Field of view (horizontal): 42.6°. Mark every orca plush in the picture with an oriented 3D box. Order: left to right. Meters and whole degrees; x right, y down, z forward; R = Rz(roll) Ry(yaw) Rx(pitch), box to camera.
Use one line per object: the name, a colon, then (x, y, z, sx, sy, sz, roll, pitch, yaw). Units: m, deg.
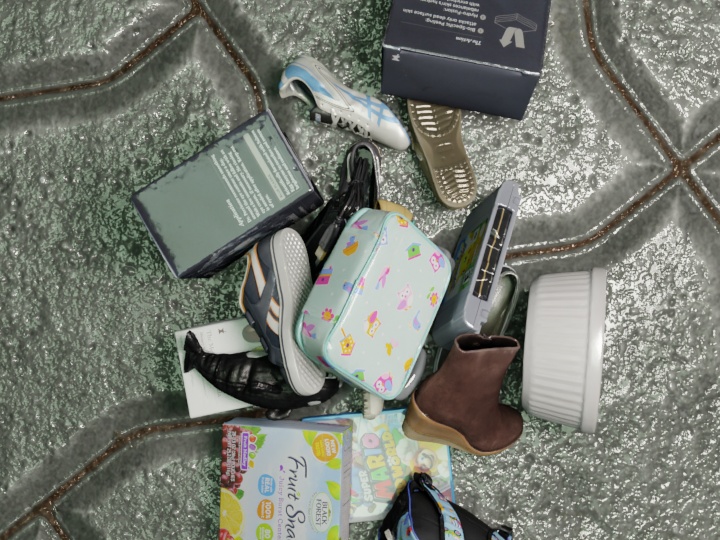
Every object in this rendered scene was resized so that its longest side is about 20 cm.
orca plush: (-0.124, 0.121, 1.116, 0.197, 0.071, 0.107, 26, 91, 2)

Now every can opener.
can opener: (0.074, 0.069, 1.172, 0.065, 0.053, 0.203, 18, 76, 23)

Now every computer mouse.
computer mouse: (-0.040, -0.038, 1.171, 0.046, 0.141, 0.201, 31, 121, -13)

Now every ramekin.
ramekin: (0.254, 0.096, 1.157, 0.092, 0.202, 0.207, 5, 89, 13)

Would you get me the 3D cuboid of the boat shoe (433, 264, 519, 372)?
boat shoe: (0.150, 0.084, 1.217, 0.071, 0.071, 0.203, 23, 90, 2)

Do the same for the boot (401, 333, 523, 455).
boot: (0.159, 0.153, 1.148, 0.197, 0.073, 0.168, 6, 131, -32)

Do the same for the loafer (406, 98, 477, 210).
loafer: (0.102, -0.169, 1.229, 0.074, 0.068, 0.204, -7, 72, -9)

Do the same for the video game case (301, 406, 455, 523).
video game case: (0.024, 0.262, 1.244, 0.195, 0.018, 0.147, -6, 89, 2)

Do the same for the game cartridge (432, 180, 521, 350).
game cartridge: (0.145, -0.004, 1.176, 0.040, 0.134, 0.203, 21, 69, -4)

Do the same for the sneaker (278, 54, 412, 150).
sneaker: (-0.021, -0.211, 1.228, 0.198, 0.072, 0.073, 32, 75, 9)

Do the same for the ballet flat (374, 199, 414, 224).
ballet flat: (0.000, 0.000, 1.175, 0.062, 0.069, 0.202, 31, 73, -11)

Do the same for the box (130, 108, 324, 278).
box: (-0.159, -0.089, 1.171, 0.198, 0.197, 0.119, -32, 89, 1)

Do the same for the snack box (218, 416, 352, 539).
snack box: (-0.098, 0.302, 1.210, 0.165, 0.068, 0.205, 3, 92, 12)

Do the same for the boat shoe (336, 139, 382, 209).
boat shoe: (-0.007, -0.074, 1.230, 0.071, 0.063, 0.205, 7, 89, 3)

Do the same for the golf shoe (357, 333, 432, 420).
golf shoe: (0.048, 0.101, 1.221, 0.095, 0.078, 0.205, 9, 89, -5)

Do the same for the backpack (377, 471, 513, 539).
backpack: (0.107, 0.373, 1.139, 0.181, 0.200, 0.136, 33, 99, -6)

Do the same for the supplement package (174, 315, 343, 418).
supplement package: (-0.127, 0.113, 1.207, 0.196, 0.110, 0.116, -12, 88, 2)

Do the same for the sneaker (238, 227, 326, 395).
sneaker: (-0.094, 0.057, 1.109, 0.078, 0.078, 0.204, -21, 67, 28)

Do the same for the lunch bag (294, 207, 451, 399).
lunch bag: (0.019, 0.044, 1.085, 0.076, 0.160, 0.203, 14, 73, 46)

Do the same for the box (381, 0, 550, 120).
box: (0.136, -0.322, 1.173, 0.192, 0.118, 0.204, 11, 71, 2)
